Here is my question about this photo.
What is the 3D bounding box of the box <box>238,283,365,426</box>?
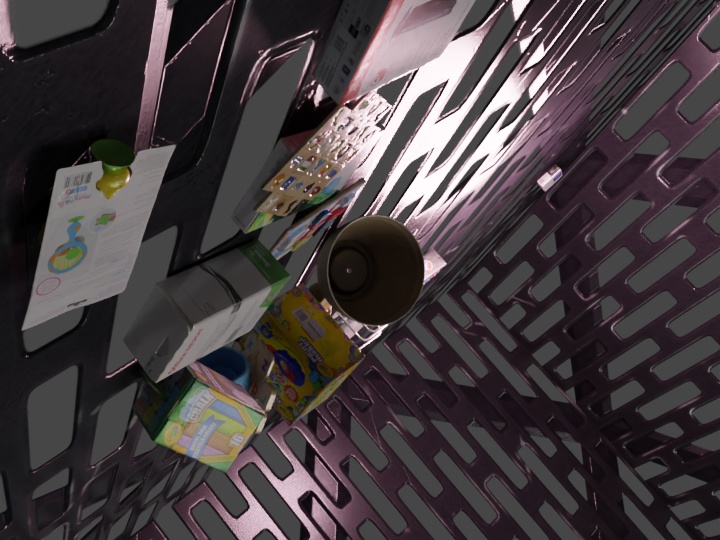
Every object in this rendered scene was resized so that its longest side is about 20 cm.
[{"bbox_3d":[-0.130,0.172,1.592,0.122,0.200,0.193,-31,165,-43],"label":"box"}]

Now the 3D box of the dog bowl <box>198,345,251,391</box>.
[{"bbox_3d":[-0.284,0.205,1.440,0.200,0.111,0.050,-30,146,-47],"label":"dog bowl"}]

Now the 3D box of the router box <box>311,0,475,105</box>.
[{"bbox_3d":[0.056,-0.280,0.806,0.179,0.049,0.200,-34,167,-35],"label":"router box"}]

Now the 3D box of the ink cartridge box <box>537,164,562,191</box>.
[{"bbox_3d":[0.733,-0.355,3.026,0.095,0.037,0.200,-44,167,12],"label":"ink cartridge box"}]

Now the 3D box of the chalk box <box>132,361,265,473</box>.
[{"bbox_3d":[-0.284,0.223,1.289,0.124,0.200,0.124,-56,-146,-1],"label":"chalk box"}]

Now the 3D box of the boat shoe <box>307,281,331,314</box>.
[{"bbox_3d":[-0.096,0.088,1.672,0.200,0.069,0.074,-43,-145,48],"label":"boat shoe"}]

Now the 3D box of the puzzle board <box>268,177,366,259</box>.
[{"bbox_3d":[-0.078,-0.066,1.209,0.151,0.017,0.200,-37,179,-25],"label":"puzzle board"}]

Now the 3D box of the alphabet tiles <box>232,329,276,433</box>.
[{"bbox_3d":[-0.220,0.225,1.528,0.015,0.200,0.196,13,107,-35],"label":"alphabet tiles"}]

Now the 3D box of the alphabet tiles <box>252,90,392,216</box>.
[{"bbox_3d":[-0.044,-0.140,0.957,0.200,0.006,0.166,-44,170,13],"label":"alphabet tiles"}]

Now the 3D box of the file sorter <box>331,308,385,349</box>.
[{"bbox_3d":[0.027,0.096,2.069,0.139,0.125,0.200,-32,166,-44],"label":"file sorter"}]

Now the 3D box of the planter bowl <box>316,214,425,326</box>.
[{"bbox_3d":[0.000,0.000,1.457,0.200,0.200,0.135,-37,-164,-23],"label":"planter bowl"}]

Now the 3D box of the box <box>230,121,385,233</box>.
[{"bbox_3d":[-0.066,-0.130,1.028,0.200,0.036,0.144,-28,163,-50],"label":"box"}]

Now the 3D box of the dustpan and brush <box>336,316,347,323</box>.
[{"bbox_3d":[0.008,0.098,2.242,0.200,0.057,0.140,-48,159,2],"label":"dustpan and brush"}]

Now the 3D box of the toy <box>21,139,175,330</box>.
[{"bbox_3d":[-0.248,-0.039,0.707,0.115,0.047,0.200,-25,158,-47],"label":"toy"}]

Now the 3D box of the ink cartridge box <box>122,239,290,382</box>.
[{"bbox_3d":[-0.216,0.054,1.107,0.200,0.084,0.146,-28,163,-50],"label":"ink cartridge box"}]

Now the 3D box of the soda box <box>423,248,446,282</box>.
[{"bbox_3d":[0.170,0.015,2.402,0.200,0.071,0.063,-35,169,-34],"label":"soda box"}]

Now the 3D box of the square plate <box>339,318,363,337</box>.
[{"bbox_3d":[-0.027,0.179,2.487,0.200,0.028,0.198,-46,168,27],"label":"square plate"}]
